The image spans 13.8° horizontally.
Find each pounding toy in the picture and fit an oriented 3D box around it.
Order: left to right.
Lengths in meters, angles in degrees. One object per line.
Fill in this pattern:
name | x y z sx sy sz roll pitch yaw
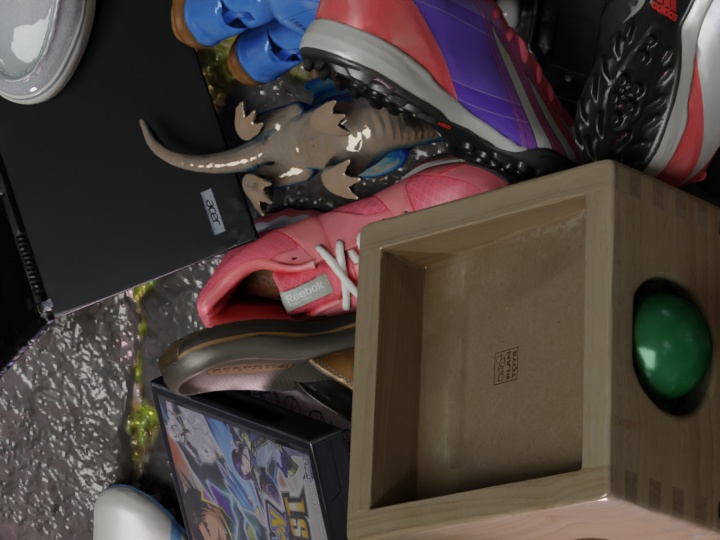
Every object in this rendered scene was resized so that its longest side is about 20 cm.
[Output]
pounding toy | 0.115 0.065 1.370 0.200 0.142 0.185 -14 65 41

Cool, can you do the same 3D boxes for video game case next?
video game case | -0.043 0.164 1.625 0.181 0.025 0.201 16 123 58

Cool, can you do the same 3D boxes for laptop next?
laptop | -0.161 -0.056 1.625 0.200 0.103 0.178 -40 66 61

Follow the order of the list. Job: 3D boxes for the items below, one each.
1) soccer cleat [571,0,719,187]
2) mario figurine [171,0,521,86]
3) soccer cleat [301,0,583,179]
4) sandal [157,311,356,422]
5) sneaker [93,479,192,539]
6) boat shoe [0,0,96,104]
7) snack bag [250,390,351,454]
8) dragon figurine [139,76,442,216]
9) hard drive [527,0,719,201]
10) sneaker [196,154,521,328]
soccer cleat | 0.167 -0.127 1.358 0.068 0.073 0.201 38 110 37
mario figurine | 0.001 -0.154 1.468 0.200 0.123 0.106 -10 90 46
soccer cleat | 0.055 -0.092 1.374 0.068 0.200 0.073 17 84 44
sandal | -0.002 0.053 1.527 0.082 0.199 0.055 113 151 -66
sneaker | -0.124 0.219 1.724 0.072 0.072 0.201 5 112 31
boat shoe | -0.177 -0.185 1.540 0.070 0.071 0.202 8 99 16
snack bag | 0.001 0.167 1.602 0.188 0.021 0.201 24 125 53
dragon figurine | -0.012 -0.070 1.516 0.199 0.099 0.059 -8 100 40
hard drive | 0.154 -0.140 1.414 0.139 0.038 0.201 19 121 23
sneaker | 0.000 0.000 1.539 0.200 0.087 0.074 -17 103 35
